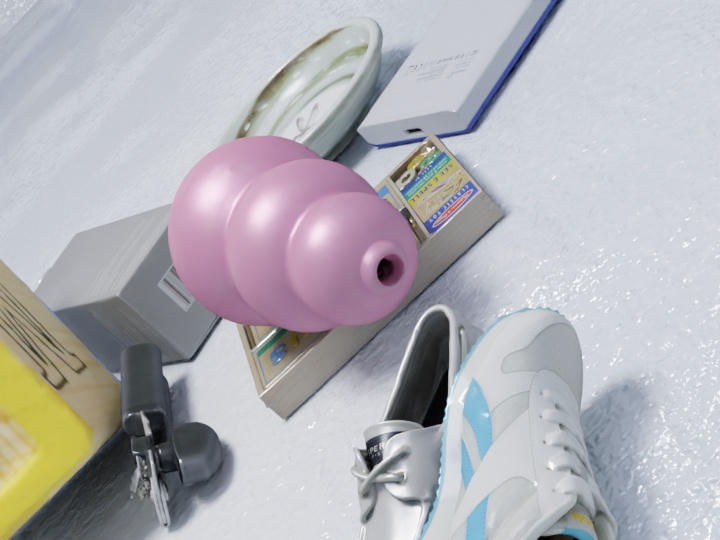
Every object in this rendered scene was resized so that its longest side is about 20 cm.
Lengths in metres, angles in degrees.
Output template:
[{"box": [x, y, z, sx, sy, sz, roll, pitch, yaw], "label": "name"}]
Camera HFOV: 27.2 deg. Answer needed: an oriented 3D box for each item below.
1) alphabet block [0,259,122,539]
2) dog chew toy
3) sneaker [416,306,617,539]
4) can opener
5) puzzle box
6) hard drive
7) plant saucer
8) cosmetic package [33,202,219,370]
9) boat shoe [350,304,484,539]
[{"box": [-0.300, 0.106, 1.056, 0.195, 0.196, 0.200, -46, 2, 1], "label": "alphabet block"}, {"box": [-0.037, -0.017, 0.929, 0.125, 0.125, 0.200, -52, 33, -14], "label": "dog chew toy"}, {"box": [0.078, 0.102, 0.671, 0.080, 0.077, 0.201, -13, 45, 38], "label": "sneaker"}, {"box": [-0.138, 0.111, 1.047, 0.066, 0.053, 0.200, -12, 24, -10], "label": "can opener"}, {"box": [0.000, 0.000, 1.009, 0.200, 0.025, 0.133, -43, 24, 6], "label": "puzzle box"}, {"box": [0.090, -0.183, 1.150, 0.132, 0.025, 0.201, -3, 48, 57], "label": "hard drive"}, {"box": [-0.046, -0.127, 1.256, 0.200, 0.050, 0.201, -37, 26, 21], "label": "plant saucer"}, {"box": [-0.191, 0.018, 1.227, 0.200, 0.090, 0.107, -13, 39, 56], "label": "cosmetic package"}, {"box": [0.028, 0.102, 0.749, 0.072, 0.066, 0.201, -19, 35, 45], "label": "boat shoe"}]
